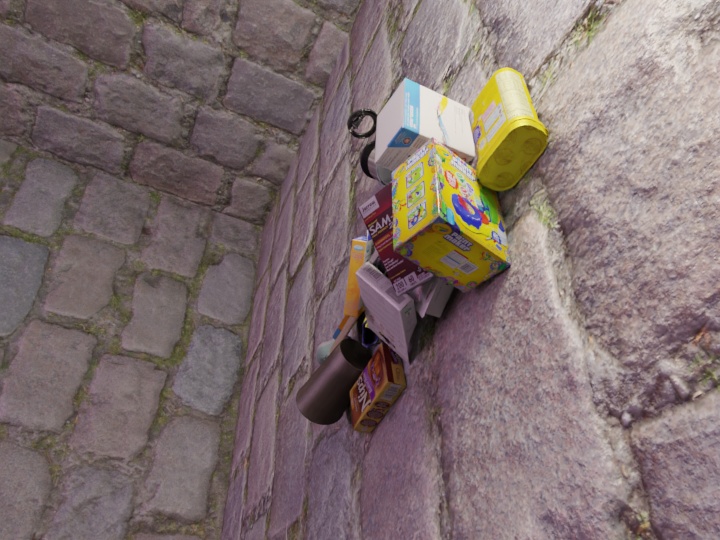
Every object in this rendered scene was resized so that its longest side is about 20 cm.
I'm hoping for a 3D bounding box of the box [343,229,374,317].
[{"bbox_3d":[0.000,0.000,1.316,0.119,0.040,0.208,-30,-54,-76],"label":"box"}]

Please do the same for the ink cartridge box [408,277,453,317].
[{"bbox_3d":[0.153,0.022,1.204,0.201,0.065,0.119,-121,50,-65],"label":"ink cartridge box"}]

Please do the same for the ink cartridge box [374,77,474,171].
[{"bbox_3d":[0.151,-0.315,1.279,0.147,0.194,0.149,-42,38,54],"label":"ink cartridge box"}]

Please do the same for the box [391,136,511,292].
[{"bbox_3d":[0.167,-0.102,1.031,0.121,0.197,0.198,-34,42,39],"label":"box"}]

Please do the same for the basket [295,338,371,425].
[{"bbox_3d":[-0.061,0.297,1.477,0.136,0.178,0.202,47,119,23],"label":"basket"}]

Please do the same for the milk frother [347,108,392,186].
[{"bbox_3d":[0.052,-0.361,1.596,0.185,0.195,0.188,-65,21,9],"label":"milk frother"}]

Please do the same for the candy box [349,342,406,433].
[{"bbox_3d":[0.038,0.292,1.332,0.119,0.055,0.203,-99,30,-49],"label":"candy box"}]

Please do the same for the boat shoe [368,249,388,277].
[{"bbox_3d":[0.093,-0.065,1.187,0.201,0.060,0.074,-51,-10,31],"label":"boat shoe"}]

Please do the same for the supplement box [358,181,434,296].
[{"bbox_3d":[0.084,-0.066,1.105,0.108,0.060,0.205,-32,79,41],"label":"supplement box"}]

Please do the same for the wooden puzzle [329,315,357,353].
[{"bbox_3d":[-0.019,0.122,1.541,0.187,0.037,0.201,-59,-3,36],"label":"wooden puzzle"}]

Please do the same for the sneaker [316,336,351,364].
[{"bbox_3d":[-0.095,0.284,1.669,0.200,0.072,0.121,-43,29,52],"label":"sneaker"}]

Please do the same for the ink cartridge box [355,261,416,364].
[{"bbox_3d":[0.065,0.099,1.237,0.160,0.050,0.203,40,157,38],"label":"ink cartridge box"}]

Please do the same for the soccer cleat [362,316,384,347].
[{"bbox_3d":[0.044,0.108,1.365,0.083,0.064,0.206,-31,-41,-48],"label":"soccer cleat"}]

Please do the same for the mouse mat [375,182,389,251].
[{"bbox_3d":[0.048,-0.098,1.322,0.201,0.007,0.166,102,178,-69],"label":"mouse mat"}]

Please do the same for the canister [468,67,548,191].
[{"bbox_3d":[0.280,-0.281,1.063,0.150,0.084,0.204,126,154,-43],"label":"canister"}]
